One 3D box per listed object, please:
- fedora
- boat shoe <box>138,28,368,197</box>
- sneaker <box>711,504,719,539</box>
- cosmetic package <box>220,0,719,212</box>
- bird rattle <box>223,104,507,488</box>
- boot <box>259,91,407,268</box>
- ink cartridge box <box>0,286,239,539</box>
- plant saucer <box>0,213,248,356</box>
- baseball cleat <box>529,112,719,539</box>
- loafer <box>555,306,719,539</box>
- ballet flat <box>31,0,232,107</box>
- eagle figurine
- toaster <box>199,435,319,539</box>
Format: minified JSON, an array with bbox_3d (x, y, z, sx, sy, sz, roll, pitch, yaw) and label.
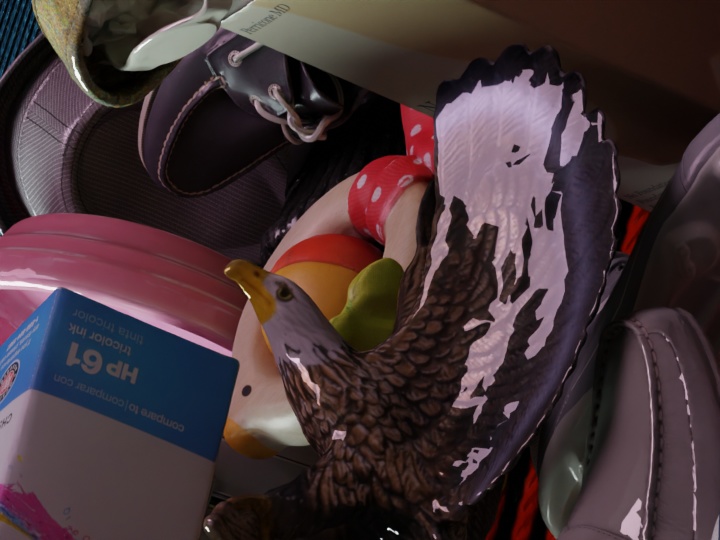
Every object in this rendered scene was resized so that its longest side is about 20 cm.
[{"bbox_3d":[-0.091,-0.049,1.186,0.178,0.199,0.090,-59,30,4],"label":"fedora"},{"bbox_3d":[-0.031,-0.091,1.040,0.200,0.072,0.063,-43,42,29],"label":"boat shoe"},{"bbox_3d":[0.151,0.111,0.613,0.200,0.080,0.147,-115,40,-57],"label":"sneaker"},{"bbox_3d":[0.060,-0.095,0.838,0.105,0.199,0.072,-25,48,61],"label":"cosmetic package"},{"bbox_3d":[0.000,0.000,0.989,0.162,0.112,0.202,-27,48,40],"label":"bird rattle"},{"bbox_3d":[0.021,-0.093,1.096,0.212,0.079,0.159,118,167,-47],"label":"boot"},{"bbox_3d":[-0.129,0.130,0.888,0.144,0.084,0.201,-40,33,52],"label":"ink cartridge box"},{"bbox_3d":[-0.108,0.028,1.142,0.200,0.199,0.051,-26,42,61],"label":"plant saucer"},{"bbox_3d":[0.107,0.001,0.817,0.201,0.069,0.107,-60,23,21],"label":"baseball cleat"},{"bbox_3d":[0.080,0.109,0.727,0.070,0.069,0.202,140,134,-70],"label":"loafer"},{"bbox_3d":[-0.051,-0.125,0.787,0.200,0.070,0.071,-47,30,44],"label":"ballet flat"},{"bbox_3d":[0.019,0.038,0.792,0.200,0.152,0.151,-43,34,-23],"label":"eagle figurine"},{"bbox_3d":[-0.080,0.112,1.092,0.200,0.128,0.115,-9,62,67],"label":"toaster"}]
